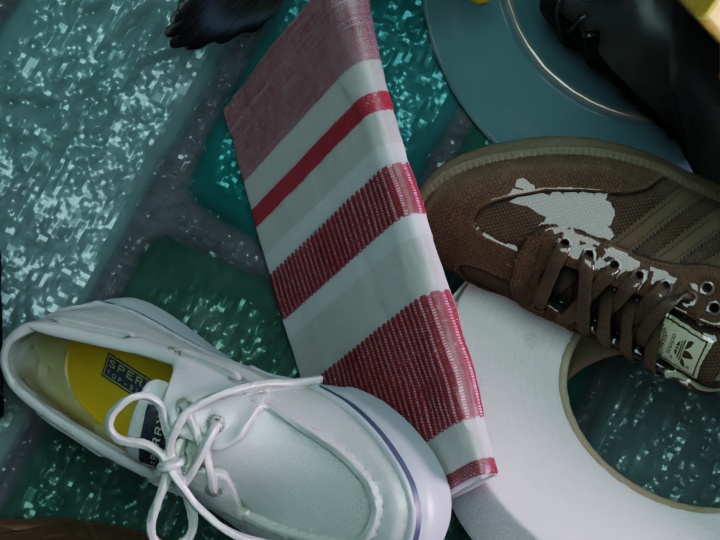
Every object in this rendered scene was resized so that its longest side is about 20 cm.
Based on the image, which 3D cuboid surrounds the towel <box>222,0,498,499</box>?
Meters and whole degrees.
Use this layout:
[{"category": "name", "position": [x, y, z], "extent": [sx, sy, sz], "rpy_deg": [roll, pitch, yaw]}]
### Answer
[{"category": "towel", "position": [0.000, 0.000, 1.033], "extent": [0.023, 0.144, 0.201], "rpy_deg": [-11, 77, -23]}]

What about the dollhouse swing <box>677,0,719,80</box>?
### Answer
[{"category": "dollhouse swing", "position": [0.177, -0.102, 1.023], "extent": [0.200, 0.176, 0.182], "rpy_deg": [44, 76, -31]}]

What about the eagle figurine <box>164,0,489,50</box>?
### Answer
[{"category": "eagle figurine", "position": [0.015, -0.166, 1.043], "extent": [0.199, 0.152, 0.151], "rpy_deg": [0, 98, 19]}]

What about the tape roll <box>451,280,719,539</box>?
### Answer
[{"category": "tape roll", "position": [0.125, 0.061, 1.038], "extent": [0.202, 0.037, 0.203], "rpy_deg": [6, 49, -8]}]

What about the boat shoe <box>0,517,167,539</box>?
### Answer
[{"category": "boat shoe", "position": [-0.134, 0.142, 1.037], "extent": [0.199, 0.072, 0.072], "rpy_deg": [8, 107, -13]}]

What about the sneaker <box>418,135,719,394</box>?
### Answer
[{"category": "sneaker", "position": [0.118, 0.004, 1.006], "extent": [0.199, 0.071, 0.076], "rpy_deg": [11, 37, -7]}]

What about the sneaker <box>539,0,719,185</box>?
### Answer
[{"category": "sneaker", "position": [0.124, -0.097, 1.084], "extent": [0.090, 0.076, 0.201], "rpy_deg": [-14, 71, 2]}]

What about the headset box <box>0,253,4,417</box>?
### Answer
[{"category": "headset box", "position": [-0.241, 0.014, 1.010], "extent": [0.199, 0.149, 0.078], "rpy_deg": [-1, 77, -4]}]

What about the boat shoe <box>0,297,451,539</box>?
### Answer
[{"category": "boat shoe", "position": [-0.063, 0.062, 0.997], "extent": [0.202, 0.086, 0.075], "rpy_deg": [28, 110, 34]}]

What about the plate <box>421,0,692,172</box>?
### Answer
[{"category": "plate", "position": [0.126, -0.126, 1.132], "extent": [0.199, 0.026, 0.201], "rpy_deg": [1, 76, -3]}]
